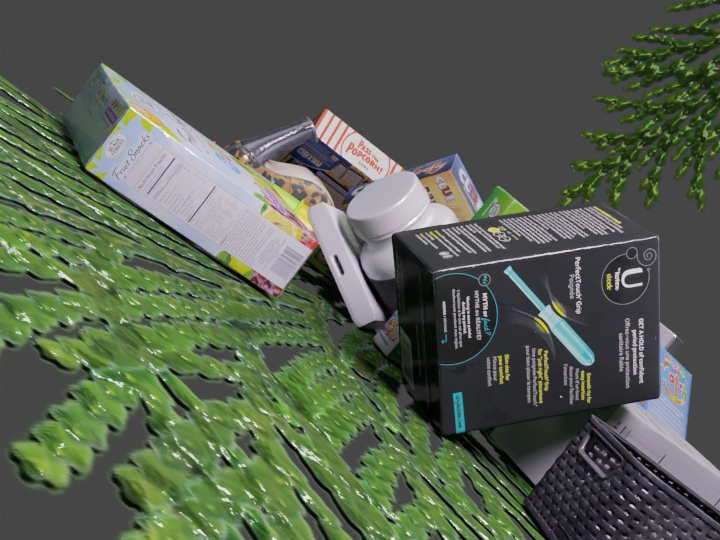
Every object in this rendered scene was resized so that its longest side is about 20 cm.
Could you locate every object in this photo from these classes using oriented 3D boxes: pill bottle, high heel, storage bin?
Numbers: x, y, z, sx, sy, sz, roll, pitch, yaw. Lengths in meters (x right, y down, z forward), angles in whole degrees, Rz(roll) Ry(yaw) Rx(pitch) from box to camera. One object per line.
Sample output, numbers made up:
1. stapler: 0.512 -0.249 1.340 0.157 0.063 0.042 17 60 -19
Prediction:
1. pill bottle: 0.068 0.001 1.420 0.200 0.110 0.111 59 -5 -24
2. high heel: -0.108 -0.080 1.677 0.071 0.142 0.201 48 -24 50
3. storage bin: 0.241 0.219 1.081 0.200 0.094 0.135 36 5 -16

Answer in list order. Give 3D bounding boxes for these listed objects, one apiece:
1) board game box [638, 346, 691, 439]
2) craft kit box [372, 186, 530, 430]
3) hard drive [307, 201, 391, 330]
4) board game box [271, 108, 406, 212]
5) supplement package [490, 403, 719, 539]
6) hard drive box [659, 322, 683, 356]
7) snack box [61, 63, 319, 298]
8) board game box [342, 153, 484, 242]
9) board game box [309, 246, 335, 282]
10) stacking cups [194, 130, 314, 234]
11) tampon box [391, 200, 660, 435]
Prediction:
1. board game box: 0.334 0.182 1.616 0.036 0.201 0.151 -10 -35 38
2. craft kit box: 0.147 0.049 1.374 0.200 0.198 0.049 35 5 -30
3. hard drive: 0.000 0.000 1.477 0.132 0.027 0.200 66 10 8
4. board game box: -0.041 -0.109 1.775 0.151 0.046 0.200 37 -32 -14
5. supplement package: 0.242 0.183 1.313 0.200 0.114 0.110 36 6 -34
6. hard drive box: 0.286 0.119 1.759 0.156 0.200 0.077 40 5 21
7. snack box: -0.147 -0.079 1.168 0.200 0.068 0.169 34 6 -27
8. board game box: 0.086 -0.018 1.494 0.200 0.135 0.035 60 30 -25
9. board game box: 0.031 0.027 1.635 0.200 0.048 0.102 38 4 -1
10. stacking cups: -0.128 -0.085 1.519 0.200 0.061 0.061 33 5 -5
11. tampon box: 0.142 0.037 1.189 0.199 0.151 0.126 -8 19 -13
